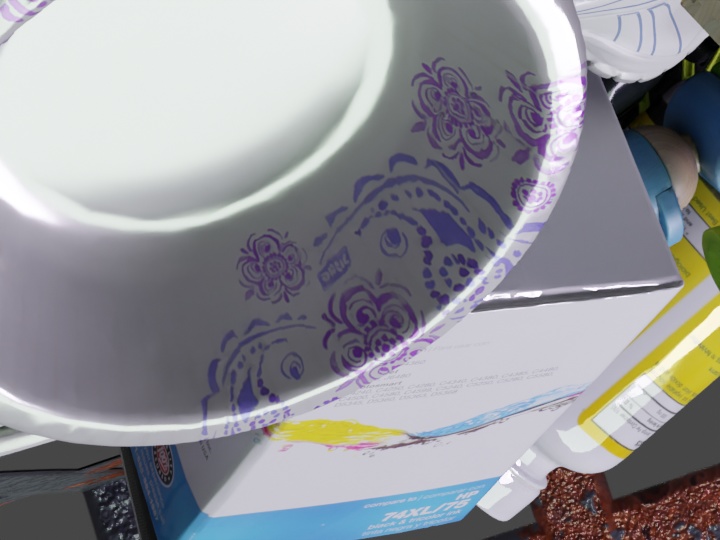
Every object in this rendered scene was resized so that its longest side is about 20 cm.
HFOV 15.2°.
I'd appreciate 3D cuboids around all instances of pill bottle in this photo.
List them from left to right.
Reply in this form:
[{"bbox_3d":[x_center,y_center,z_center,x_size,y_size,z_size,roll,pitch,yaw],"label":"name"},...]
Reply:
[{"bbox_3d":[0.112,0.017,1.220,0.200,0.113,0.112,-42,169,9],"label":"pill bottle"}]

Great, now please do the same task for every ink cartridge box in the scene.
[{"bbox_3d":[0.000,0.000,1.058,0.145,0.147,0.200,-5,152,-30],"label":"ink cartridge box"}]

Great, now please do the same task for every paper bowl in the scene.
[{"bbox_3d":[-0.048,-0.055,0.726,0.200,0.105,0.201,-14,139,-12],"label":"paper bowl"}]

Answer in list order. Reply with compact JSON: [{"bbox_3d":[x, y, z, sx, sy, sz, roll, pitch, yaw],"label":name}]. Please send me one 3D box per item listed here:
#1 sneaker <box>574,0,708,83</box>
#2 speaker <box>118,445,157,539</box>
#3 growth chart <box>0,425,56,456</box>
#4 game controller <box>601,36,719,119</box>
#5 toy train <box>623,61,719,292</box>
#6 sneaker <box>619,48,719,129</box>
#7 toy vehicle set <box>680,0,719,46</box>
[{"bbox_3d":[0.094,-0.116,0.968,0.087,0.075,0.200,-31,168,38],"label":"sneaker"},{"bbox_3d":[-0.079,0.044,1.234,0.081,0.201,0.081,-13,169,-3],"label":"speaker"},{"bbox_3d":[-0.123,-0.020,0.822,0.144,0.201,0.018,-11,-149,1],"label":"growth chart"},{"bbox_3d":[0.120,-0.096,1.153,0.104,0.042,0.200,-34,178,3],"label":"game controller"},{"bbox_3d":[0.188,-0.017,1.061,0.115,0.200,0.085,-27,134,-14],"label":"toy train"},{"bbox_3d":[0.121,-0.059,1.304,0.200,0.076,0.076,-37,173,14],"label":"sneaker"},{"bbox_3d":[0.212,-0.140,1.015,0.200,0.027,0.124,-9,141,-53],"label":"toy vehicle set"}]
